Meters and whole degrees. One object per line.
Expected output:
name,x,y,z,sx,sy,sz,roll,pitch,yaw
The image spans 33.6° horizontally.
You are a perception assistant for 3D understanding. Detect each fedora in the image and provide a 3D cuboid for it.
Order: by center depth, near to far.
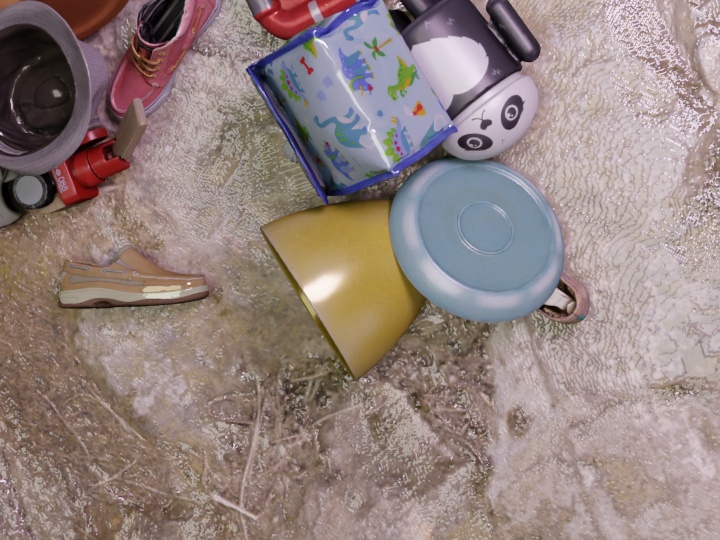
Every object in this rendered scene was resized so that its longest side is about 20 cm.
fedora,-0.343,-0.198,1.302,0.200,0.090,0.177,-33,84,29

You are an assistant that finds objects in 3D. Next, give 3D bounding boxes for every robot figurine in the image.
robot figurine,0.100,-0.211,1.273,0.200,0.125,0.150,52,152,2

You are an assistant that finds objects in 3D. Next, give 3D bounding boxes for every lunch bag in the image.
lunch bag,-0.028,-0.169,1.247,0.200,0.127,0.170,-12,110,57

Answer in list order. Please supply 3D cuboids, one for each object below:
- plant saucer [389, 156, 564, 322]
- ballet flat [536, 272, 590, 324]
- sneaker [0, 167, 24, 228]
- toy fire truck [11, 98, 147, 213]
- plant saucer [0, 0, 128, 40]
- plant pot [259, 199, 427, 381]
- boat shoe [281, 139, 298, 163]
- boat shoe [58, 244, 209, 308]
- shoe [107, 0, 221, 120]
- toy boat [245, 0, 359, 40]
plant saucer,0.130,-0.041,1.274,0.200,0.200,0.027,42,150,5
ballet flat,0.167,-0.008,1.319,0.200,0.067,0.068,32,105,9
sneaker,-0.465,-0.147,1.477,0.079,0.074,0.200,-8,103,7
toy fire truck,-0.331,-0.176,1.402,0.200,0.129,0.176,-20,93,13
plant saucer,-0.332,-0.308,1.338,0.200,0.200,0.037,-35,77,18
plant pot,0.000,0.000,1.319,0.142,0.200,0.200,-33,89,-5
boat shoe,-0.016,-0.199,1.343,0.067,0.074,0.200,31,118,1
boat shoe,-0.279,0.006,1.448,0.200,0.072,0.076,-2,87,16
shoe,-0.243,-0.255,1.379,0.071,0.091,0.200,42,108,5
toy boat,-0.049,-0.337,1.291,0.200,0.131,0.131,-25,92,18
